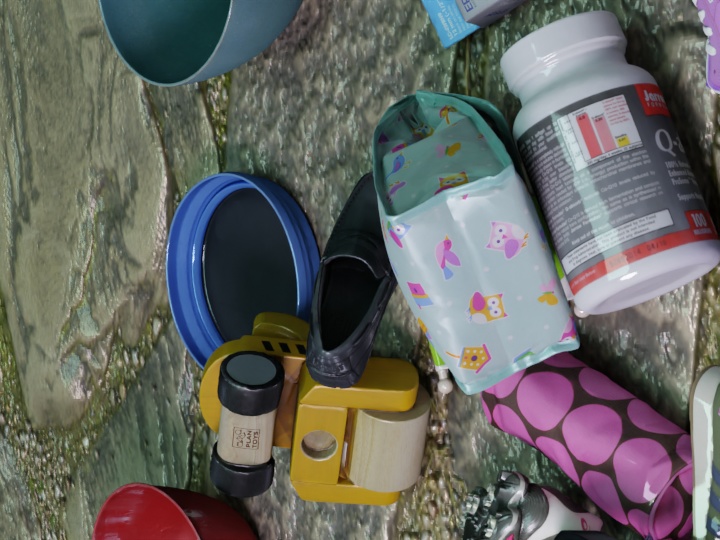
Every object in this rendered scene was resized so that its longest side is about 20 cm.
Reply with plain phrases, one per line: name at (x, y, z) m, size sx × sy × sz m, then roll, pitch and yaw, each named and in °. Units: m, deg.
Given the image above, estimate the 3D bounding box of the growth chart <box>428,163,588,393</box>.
growth chart at (0.111, 0.002, 1.529) m, size 0.199 × 0.018 × 0.146 m, roll -30°, pitch 73°, yaw 45°

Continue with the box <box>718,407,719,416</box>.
box at (0.350, 0.021, 1.136) m, size 0.122 × 0.199 × 0.194 m, roll 36°, pitch 120°, yaw 39°

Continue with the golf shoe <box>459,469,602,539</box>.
golf shoe at (0.125, 0.215, 1.487) m, size 0.200 × 0.087 × 0.078 m, roll 126°, pitch 159°, yaw -74°

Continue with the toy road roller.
toy road roller at (-0.041, 0.111, 1.626) m, size 0.146 × 0.198 × 0.124 m, roll -88°, pitch 4°, yaw -57°

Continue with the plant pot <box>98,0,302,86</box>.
plant pot at (-0.124, -0.268, 1.656) m, size 0.199 × 0.134 × 0.202 m, roll 10°, pitch 104°, yaw 46°

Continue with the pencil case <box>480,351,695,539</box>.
pencil case at (0.180, 0.133, 1.428) m, size 0.200 × 0.090 × 0.094 m, roll 39°, pitch 157°, yaw 39°

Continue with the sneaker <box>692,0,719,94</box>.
sneaker at (0.249, -0.192, 1.310) m, size 0.201 × 0.072 × 0.115 m, roll 50°, pitch 132°, yaw 30°

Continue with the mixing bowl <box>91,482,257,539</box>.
mixing bowl at (-0.162, 0.294, 1.803) m, size 0.199 × 0.108 × 0.202 m, roll 10°, pitch 104°, yaw 46°

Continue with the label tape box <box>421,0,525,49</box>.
label tape box at (0.090, -0.274, 1.444) m, size 0.199 × 0.066 × 0.144 m, roll -29°, pitch 86°, yaw 38°

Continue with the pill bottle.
pill bottle at (0.179, -0.080, 1.368) m, size 0.116 × 0.115 × 0.202 m, roll -32°, pitch 73°, yaw 45°

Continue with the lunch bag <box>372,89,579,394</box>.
lunch bag at (0.078, -0.032, 1.416) m, size 0.200 × 0.121 × 0.171 m, roll -109°, pitch -4°, yaw -64°

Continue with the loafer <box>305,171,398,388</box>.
loafer at (0.000, 0.000, 1.553) m, size 0.071 × 0.067 × 0.202 m, roll 87°, pitch -163°, yaw -62°

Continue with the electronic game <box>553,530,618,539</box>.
electronic game at (0.220, 0.256, 1.346) m, size 0.199 × 0.200 × 0.042 m, roll 32°, pitch 77°, yaw 40°

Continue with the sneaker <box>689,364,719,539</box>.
sneaker at (0.289, 0.168, 1.323) m, size 0.089 × 0.067 × 0.202 m, roll -1°, pitch 96°, yaw 46°

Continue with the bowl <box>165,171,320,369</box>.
bowl at (-0.109, 0.008, 1.752) m, size 0.200 × 0.039 × 0.203 m, roll 9°, pitch 102°, yaw 47°
